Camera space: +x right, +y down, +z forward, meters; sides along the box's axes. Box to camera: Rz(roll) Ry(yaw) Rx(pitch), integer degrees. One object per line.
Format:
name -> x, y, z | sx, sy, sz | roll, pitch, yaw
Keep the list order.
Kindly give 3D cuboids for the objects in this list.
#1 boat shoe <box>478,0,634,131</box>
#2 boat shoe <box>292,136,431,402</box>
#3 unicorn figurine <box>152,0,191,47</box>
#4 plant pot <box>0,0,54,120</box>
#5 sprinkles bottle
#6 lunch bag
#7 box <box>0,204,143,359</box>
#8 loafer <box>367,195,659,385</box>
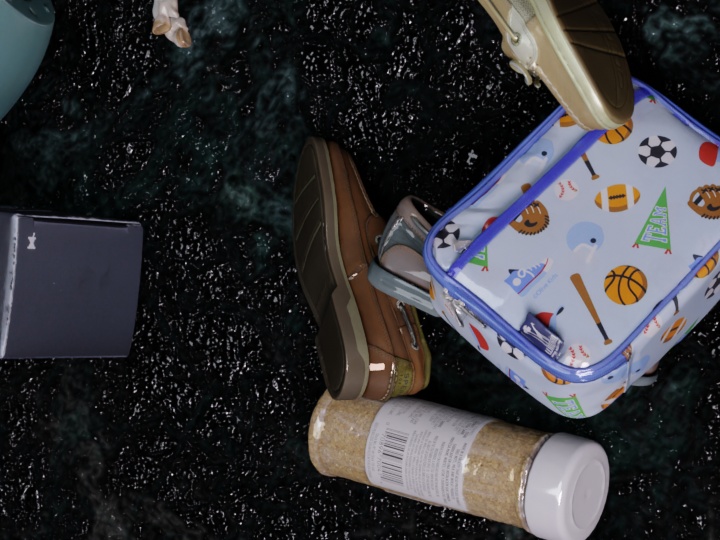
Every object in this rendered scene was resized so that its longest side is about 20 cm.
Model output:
boat shoe -> 0.098, -0.163, 1.263 | 0.063, 0.073, 0.201 | -39, 75, 29
boat shoe -> 0.000, 0.000, 1.397 | 0.072, 0.067, 0.201 | 120, 145, -56
unicorn figurine -> -0.140, -0.239, 1.499 | 0.199, 0.074, 0.138 | -24, 66, 15
plant pot -> -0.328, -0.185, 1.545 | 0.161, 0.200, 0.201 | -36, 70, 14
sprinkles bottle -> 0.062, 0.123, 1.349 | 0.199, 0.068, 0.069 | 12, 95, 33
lunch bag -> 0.137, -0.018, 1.250 | 0.200, 0.076, 0.160 | -41, 65, -16
box -> -0.285, 0.002, 1.531 | 0.199, 0.148, 0.105 | 8, 93, 33
loafer -> 0.101, 0.013, 1.305 | 0.199, 0.072, 0.063 | 21, 105, 14
